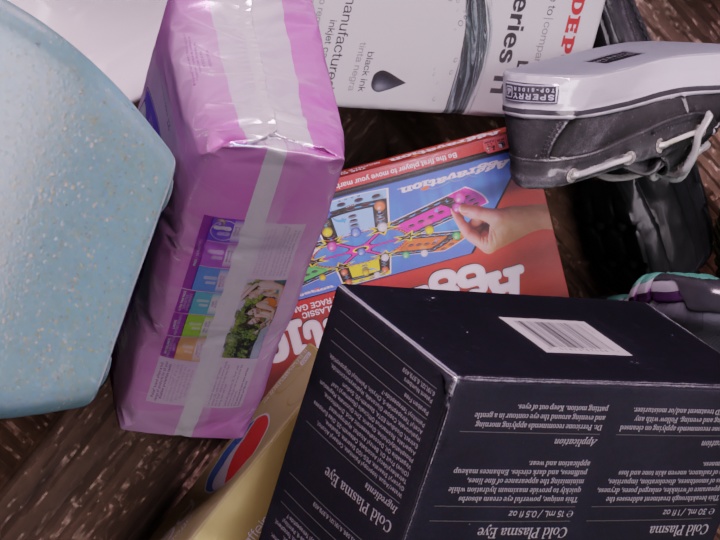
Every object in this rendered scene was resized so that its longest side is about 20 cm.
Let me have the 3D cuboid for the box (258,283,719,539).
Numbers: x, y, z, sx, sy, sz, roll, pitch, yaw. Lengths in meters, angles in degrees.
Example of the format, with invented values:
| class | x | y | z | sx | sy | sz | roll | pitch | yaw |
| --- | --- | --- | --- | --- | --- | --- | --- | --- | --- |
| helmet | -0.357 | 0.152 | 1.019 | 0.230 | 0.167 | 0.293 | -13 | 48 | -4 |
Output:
| class | x | y | z | sx | sy | sz | roll | pitch | yaw |
| --- | --- | --- | --- | --- | --- | --- | --- | --- | --- |
| box | 0.066 | 0.112 | 1.315 | 0.200 | 0.104 | 0.182 | 4 | 111 | -37 |

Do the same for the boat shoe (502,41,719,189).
| class | x | y | z | sx | sy | sz | roll | pitch | yaw |
| --- | --- | --- | --- | --- | --- | --- | --- | --- | --- |
| boat shoe | 0.145 | -0.077 | 1.403 | 0.199 | 0.073 | 0.068 | -16 | 110 | -51 |

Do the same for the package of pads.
| class | x | y | z | sx | sy | sz | roll | pitch | yaw |
| --- | --- | --- | --- | --- | --- | --- | --- | --- | --- |
| package of pads | -0.067 | -0.029 | 1.271 | 0.076 | 0.121 | 0.200 | 5 | 136 | -15 |

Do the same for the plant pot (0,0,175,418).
| class | x | y | z | sx | sy | sz | roll | pitch | yaw |
| --- | --- | --- | --- | --- | --- | --- | --- | --- | --- |
| plant pot | -0.198 | -0.027 | 1.197 | 0.200 | 0.196 | 0.196 | 21 | 84 | -18 |

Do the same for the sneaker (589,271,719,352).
| class | x | y | z | sx | sy | sz | roll | pitch | yaw |
| --- | --- | --- | --- | --- | --- | --- | --- | --- | --- |
| sneaker | 0.164 | 0.052 | 1.447 | 0.074 | 0.200 | 0.088 | 6 | 82 | -11 |

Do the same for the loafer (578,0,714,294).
| class | x | y | z | sx | sy | sz | roll | pitch | yaw |
| --- | --- | --- | --- | --- | --- | --- | --- | --- | --- |
| loafer | 0.147 | -0.081 | 1.506 | 0.070 | 0.068 | 0.201 | -31 | 116 | -33 |

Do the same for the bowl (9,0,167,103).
| class | x | y | z | sx | sy | sz | roll | pitch | yaw |
| --- | --- | --- | --- | --- | --- | --- | --- | --- | --- |
| bowl | -0.132 | -0.183 | 1.276 | 0.200 | 0.075 | 0.200 | -29 | 117 | 23 |

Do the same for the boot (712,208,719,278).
| class | x | y | z | sx | sy | sz | roll | pitch | yaw |
| --- | --- | --- | --- | --- | --- | --- | --- | --- | --- |
| boot | 0.287 | -0.045 | 1.562 | 0.200 | 0.175 | 0.066 | -38 | 68 | -21 |

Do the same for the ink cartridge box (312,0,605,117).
| class | x | y | z | sx | sy | sz | roll | pitch | yaw |
| --- | --- | --- | --- | --- | --- | --- | --- | --- | --- |
| ink cartridge box | 0.029 | -0.158 | 1.386 | 0.200 | 0.083 | 0.147 | 0 | 112 | -36 |

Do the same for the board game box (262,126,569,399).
| class | x | y | z | sx | sy | sz | roll | pitch | yaw |
| --- | --- | --- | --- | --- | --- | --- | --- | --- | --- |
| board game box | 0.000 | 0.000 | 1.397 | 0.200 | 0.019 | 0.103 | -15 | 105 | -1 |

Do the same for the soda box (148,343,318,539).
| class | x | y | z | sx | sy | sz | roll | pitch | yaw |
| --- | --- | --- | --- | --- | --- | --- | --- | --- | --- |
| soda box | -0.059 | 0.136 | 1.367 | 0.064 | 0.068 | 0.200 | 40 | 89 | -14 |
